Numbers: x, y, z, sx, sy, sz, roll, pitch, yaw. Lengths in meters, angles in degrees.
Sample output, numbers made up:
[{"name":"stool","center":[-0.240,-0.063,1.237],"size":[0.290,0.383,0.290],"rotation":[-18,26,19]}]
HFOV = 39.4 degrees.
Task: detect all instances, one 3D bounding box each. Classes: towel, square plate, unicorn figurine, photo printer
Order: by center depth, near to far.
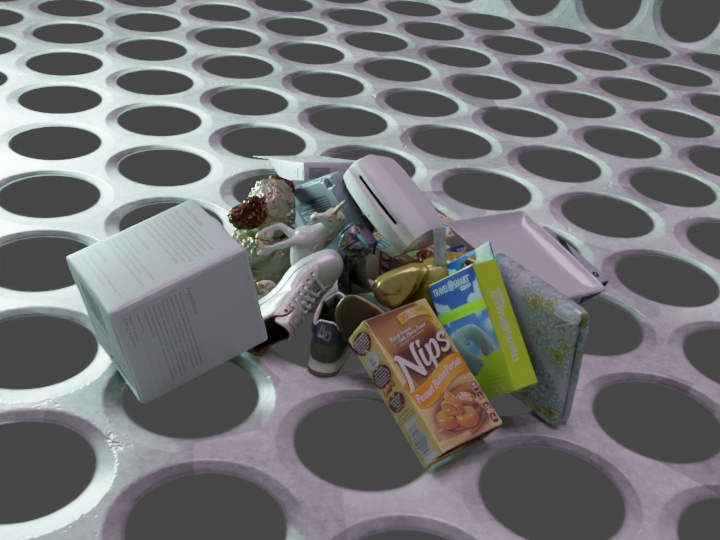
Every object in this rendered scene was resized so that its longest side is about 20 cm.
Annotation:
[{"name":"towel","center":[0.234,0.096,1.392],"size":[0.048,0.201,0.171],"rotation":[-23,41,-32]},{"name":"unicorn figurine","center":[-0.092,-0.025,1.533],"size":[0.136,0.201,0.074],"rotation":[-2,26,-4]},{"name":"square plate","center":[0.253,-0.015,1.553],"size":[0.197,0.029,0.200],"rotation":[-10,48,-43]},{"name":"photo printer","center":[0.054,-0.106,1.597],"size":[0.167,0.069,0.200],"rotation":[53,14,7]}]

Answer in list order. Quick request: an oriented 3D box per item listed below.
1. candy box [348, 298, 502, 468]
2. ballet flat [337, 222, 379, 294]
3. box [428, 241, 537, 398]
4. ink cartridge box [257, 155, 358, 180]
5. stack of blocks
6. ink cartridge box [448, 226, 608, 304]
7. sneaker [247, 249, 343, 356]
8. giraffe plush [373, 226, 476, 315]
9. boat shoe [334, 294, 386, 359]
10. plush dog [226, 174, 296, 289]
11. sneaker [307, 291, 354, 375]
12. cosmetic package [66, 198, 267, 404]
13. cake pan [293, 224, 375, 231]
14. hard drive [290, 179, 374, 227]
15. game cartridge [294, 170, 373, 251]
[{"name":"candy box","center":[0.085,0.145,1.326],"size":[0.115,0.055,0.201],"rotation":[-18,69,-38]},{"name":"ballet flat","center":[0.000,0.000,1.565],"size":[0.071,0.201,0.073],"rotation":[0,64,1]},{"name":"box","center":[0.163,0.074,1.385],"size":[0.047,0.201,0.122],"rotation":[-13,-9,-30]},{"name":"ink cartridge box","center":[-0.101,-0.203,2.019],"size":[0.160,0.051,0.199],"rotation":[-5,10,-35]},{"name":"stack of blocks","center":[0.102,-0.034,1.743],"size":[0.199,0.059,0.115],"rotation":[-20,39,-39]},{"name":"ink cartridge box","center":[0.274,-0.010,1.629],"size":[0.200,0.041,0.199],"rotation":[42,40,24]},{"name":"sneaker","center":[-0.093,0.054,1.472],"size":[0.200,0.073,0.085],"rotation":[-41,39,-6]},{"name":"giraffe plush","center":[0.099,0.034,1.540],"size":[0.171,0.202,0.162],"rotation":[15,1,-4]},{"name":"boat shoe","center":[0.048,0.110,1.425],"size":[0.201,0.072,0.066],"rotation":[41,14,4]},{"name":"plush dog","center":[-0.151,-0.063,1.625],"size":[0.159,0.173,0.200],"rotation":[13,29,11]},{"name":"sneaker","center":[-0.027,0.068,1.499],"size":[0.067,0.090,0.200],"rotation":[12,29,10]},{"name":"cosmetic package","center":[-0.262,0.039,1.379],"size":[0.199,0.167,0.167],"rotation":[-27,40,-21]},{"name":"cake pan","center":[-0.069,-0.105,1.858],"size":[0.199,0.037,0.201],"rotation":[5,29,-3]},{"name":"hard drive","center":[-0.022,-0.121,1.824],"size":[0.198,0.033,0.140],"rotation":[0,30,-12]},{"name":"game cartridge","center":[-0.052,-0.086,1.652],"size":[0.041,0.134,0.200],"rotation":[-28,9,-24]}]
